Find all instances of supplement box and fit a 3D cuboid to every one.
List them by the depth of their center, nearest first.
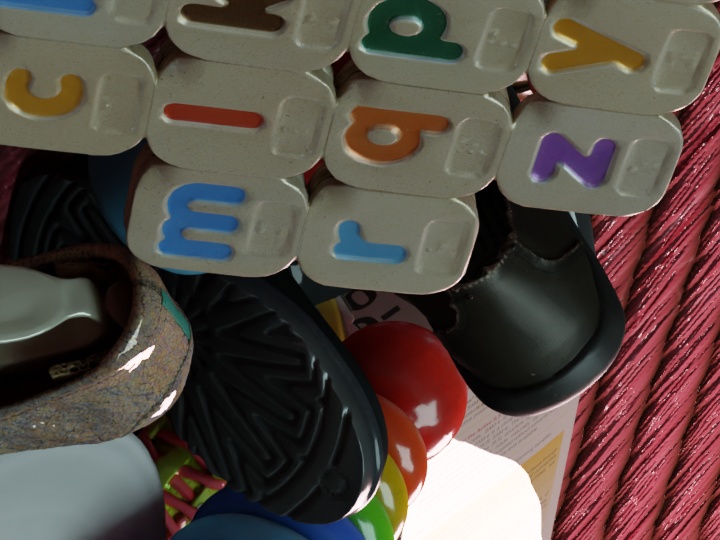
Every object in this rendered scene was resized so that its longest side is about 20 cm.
[{"bbox_3d":[0.028,0.085,1.200,0.126,0.073,0.200,-33,144,-38],"label":"supplement box"}]

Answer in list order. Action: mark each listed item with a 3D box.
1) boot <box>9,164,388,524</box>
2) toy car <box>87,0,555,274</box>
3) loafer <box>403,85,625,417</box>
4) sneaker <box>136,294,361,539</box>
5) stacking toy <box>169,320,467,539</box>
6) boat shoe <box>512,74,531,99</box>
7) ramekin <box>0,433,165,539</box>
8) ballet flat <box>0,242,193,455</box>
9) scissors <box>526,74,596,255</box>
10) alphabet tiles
[{"bbox_3d":[-0.001,-0.001,0.972,0.200,0.165,0.066,-19,146,-51],"label":"boot"},{"bbox_3d":[-0.051,-0.129,0.797,0.200,0.184,0.177,32,48,-27],"label":"toy car"},{"bbox_3d":[0.021,-0.043,0.891,0.073,0.200,0.071,-36,139,1],"label":"loafer"},{"bbox_3d":[-0.060,0.082,1.049,0.090,0.078,0.200,-14,130,-50],"label":"sneaker"},{"bbox_3d":[-0.017,0.084,0.947,0.200,0.085,0.085,-56,159,-46],"label":"stacking toy"},{"bbox_3d":[0.076,-0.099,1.045,0.072,0.068,0.200,-41,177,37],"label":"boat shoe"},{"bbox_3d":[-0.163,0.114,0.889,0.202,0.094,0.203,-40,148,-32],"label":"ramekin"},{"bbox_3d":[-0.147,0.028,0.780,0.200,0.068,0.067,-15,157,-9],"label":"ballet flat"},{"bbox_3d":[0.062,-0.059,0.932,0.073,0.014,0.200,-20,108,-63],"label":"scissors"},{"bbox_3d":[-0.001,-0.069,0.717,0.200,0.195,0.015,106,-14,-45],"label":"alphabet tiles"}]
